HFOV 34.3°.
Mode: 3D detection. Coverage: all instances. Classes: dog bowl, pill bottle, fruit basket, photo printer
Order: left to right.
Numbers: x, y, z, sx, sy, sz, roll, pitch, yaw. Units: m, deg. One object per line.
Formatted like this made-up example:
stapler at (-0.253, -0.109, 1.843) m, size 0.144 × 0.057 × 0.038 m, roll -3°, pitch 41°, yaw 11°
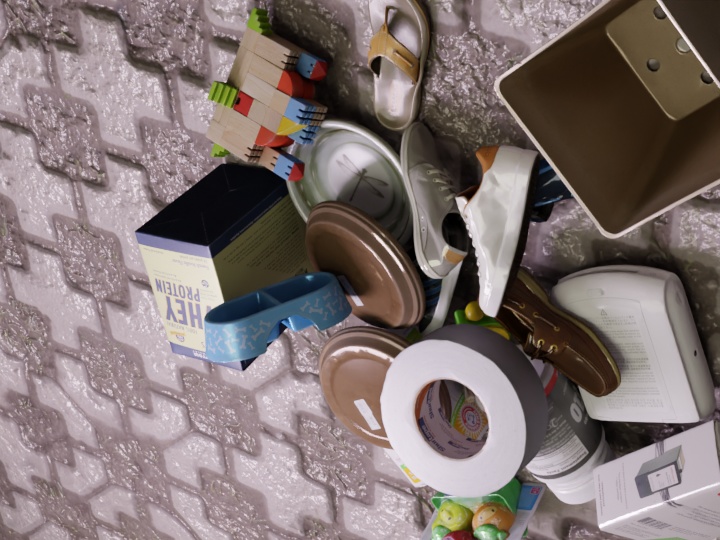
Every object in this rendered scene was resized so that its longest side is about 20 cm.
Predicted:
dog bowl at (-0.109, 0.055, 1.487) m, size 0.111 × 0.199 × 0.050 m, roll 27°, pitch 135°, yaw 64°
fruit basket at (0.150, 0.372, 1.653) m, size 0.184 × 0.200 × 0.094 m, roll -12°, pitch 115°, yaw 42°
pill bottle at (0.243, 0.200, 1.504) m, size 0.113 × 0.114 × 0.200 m, roll -13°, pitch 126°, yaw 41°
photo printer at (0.324, 0.085, 1.406) m, size 0.165 × 0.069 × 0.201 m, roll -5°, pitch 117°, yaw 41°

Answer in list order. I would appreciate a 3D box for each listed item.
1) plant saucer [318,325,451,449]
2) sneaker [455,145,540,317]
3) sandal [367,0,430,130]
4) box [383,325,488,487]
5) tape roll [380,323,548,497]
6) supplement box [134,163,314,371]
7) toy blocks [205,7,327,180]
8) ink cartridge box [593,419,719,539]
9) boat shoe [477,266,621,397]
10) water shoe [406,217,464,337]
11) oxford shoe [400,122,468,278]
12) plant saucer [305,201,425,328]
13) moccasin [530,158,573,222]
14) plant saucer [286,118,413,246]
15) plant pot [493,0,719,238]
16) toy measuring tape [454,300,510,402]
plant saucer at (0.027, 0.164, 1.554) m, size 0.199 × 0.029 × 0.201 m, roll 18°, pitch 130°, yaw 22°
sneaker at (0.147, -0.048, 1.333) m, size 0.084 × 0.073 × 0.202 m, roll 14°, pitch 111°, yaw 16°
sandal at (0.037, -0.249, 1.384) m, size 0.080 × 0.054 × 0.201 m, roll 20°, pitch 131°, yaw 24°
box at (0.073, 0.185, 1.635) m, size 0.200 × 0.113 × 0.101 m, roll 52°, pitch 134°, yaw -7°
tape roll at (0.124, 0.170, 1.417) m, size 0.199 × 0.066 × 0.202 m, roll 10°, pitch 110°, yaw 30°
supplement box at (-0.177, -0.008, 1.614) m, size 0.133 × 0.200 × 0.201 m, roll 11°, pitch 128°, yaw 32°
toy blocks at (-0.106, -0.206, 1.465) m, size 0.136 × 0.100 × 0.201 m, roll 31°, pitch 108°, yaw 26°
ink cartridge box at (0.407, 0.266, 1.424) m, size 0.145 × 0.085 × 0.200 m, roll 21°, pitch 144°, yaw -30°
boat shoe at (0.220, 0.081, 1.389) m, size 0.200 × 0.067 × 0.072 m, roll 44°, pitch 147°, yaw 14°
water shoe at (0.088, 0.001, 1.506) m, size 0.078 × 0.072 × 0.201 m, roll 16°, pitch 131°, yaw 4°
oxford shoe at (0.092, -0.089, 1.397) m, size 0.058 × 0.075 × 0.202 m, roll -27°, pitch 61°, yaw 37°
plant saucer at (0.000, 0.000, 1.505) m, size 0.199 × 0.029 × 0.201 m, roll 35°, pitch 150°, yaw 23°
moccasin at (0.200, -0.083, 1.366) m, size 0.199 × 0.080 × 0.068 m, roll -21°, pitch 105°, yaw 45°
plant saucer at (-0.005, -0.113, 1.518) m, size 0.199 × 0.050 × 0.201 m, roll 20°, pitch 130°, yaw 25°
plant pot at (0.290, -0.188, 1.151) m, size 0.200 × 0.177 × 0.200 m, roll 51°, pitch 136°, yaw -6°
toy measuring tape at (0.165, 0.106, 1.554) m, size 0.073 × 0.074 × 0.201 m, roll 20°, pitch 145°, yaw 24°
